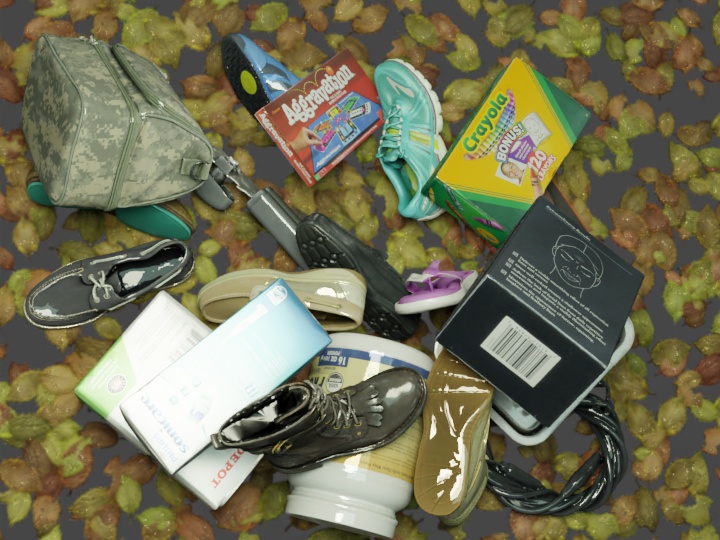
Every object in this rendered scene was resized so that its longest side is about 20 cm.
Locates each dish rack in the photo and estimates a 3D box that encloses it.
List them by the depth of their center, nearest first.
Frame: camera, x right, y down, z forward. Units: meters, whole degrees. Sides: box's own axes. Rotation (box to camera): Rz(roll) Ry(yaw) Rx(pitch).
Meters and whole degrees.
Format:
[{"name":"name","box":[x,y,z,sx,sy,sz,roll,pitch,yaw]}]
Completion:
[{"name":"dish rack","box":[0.199,0.084,1.224,0.172,0.044,0.200,44,80,3]}]

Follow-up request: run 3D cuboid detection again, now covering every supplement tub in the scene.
[{"name":"supplement tub","box":[-0.001,0.183,1.156,0.143,0.144,0.201,16,73,-8]}]

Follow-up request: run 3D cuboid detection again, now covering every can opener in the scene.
[{"name":"can opener","box":[-0.124,-0.066,1.248,0.067,0.053,0.200,-43,89,14]}]

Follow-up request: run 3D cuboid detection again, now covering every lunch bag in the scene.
[{"name":"lunch bag","box":[-0.266,-0.162,1.151,0.167,0.140,0.200,4,32,-36]}]

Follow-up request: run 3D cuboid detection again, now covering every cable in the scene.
[{"name":"cable","box":[0.216,0.211,1.254,0.199,0.051,0.164,-3,85,-8]}]

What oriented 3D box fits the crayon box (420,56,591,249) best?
[{"name":"crayon box","box":[0.175,-0.141,1.253,0.119,0.058,0.201,36,69,-5]}]

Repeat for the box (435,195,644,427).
[{"name":"box","box":[0.193,0.038,1.105,0.148,0.107,0.200,38,37,4]}]

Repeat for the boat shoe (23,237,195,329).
[{"name":"boat shoe","box":[-0.282,0.008,1.177,0.199,0.063,0.073,-19,82,-16]}]

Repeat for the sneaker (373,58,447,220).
[{"name":"sneaker","box":[0.056,-0.159,1.266,0.079,0.077,0.201,-15,88,-40]}]

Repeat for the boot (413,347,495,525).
[{"name":"boot","box":[0.112,0.176,1.154,0.072,0.156,0.201,7,73,15]}]

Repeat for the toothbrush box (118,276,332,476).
[{"name":"toothbrush box","box":[-0.137,0.111,1.051,0.200,0.146,0.085,-38,87,-17]}]

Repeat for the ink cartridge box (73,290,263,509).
[{"name":"ink cartridge box","box":[-0.189,0.145,1.154,0.200,0.084,0.146,40,72,-1]}]

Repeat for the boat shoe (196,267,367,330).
[{"name":"boat shoe","box":[-0.092,0.042,1.176,0.199,0.072,0.065,-3,53,12]}]

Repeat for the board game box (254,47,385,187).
[{"name":"board game box","box":[-0.038,-0.186,1.244,0.103,0.019,0.200,52,42,-8]}]

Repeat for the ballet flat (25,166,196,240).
[{"name":"ballet flat","box":[-0.281,-0.094,1.210,0.199,0.068,0.073,13,55,-5]}]

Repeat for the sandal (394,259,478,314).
[{"name":"sandal","box":[0.084,0.014,1.201,0.082,0.203,0.050,-15,92,16]}]

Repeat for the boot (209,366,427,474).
[{"name":"boot","box":[-0.031,0.138,1.006,0.199,0.174,0.069,-28,69,-1]}]

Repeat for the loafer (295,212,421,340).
[{"name":"loafer","box":[0.000,0.000,1.220,0.201,0.068,0.071,45,45,-27]}]

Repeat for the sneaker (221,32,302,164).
[{"name":"sneaker","box":[-0.090,-0.212,1.279,0.078,0.066,0.200,-36,86,-32]}]

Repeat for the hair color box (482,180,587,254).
[{"name":"hair color box","box":[0.194,-0.078,1.307,0.101,0.061,0.201,-34,85,-17]}]
